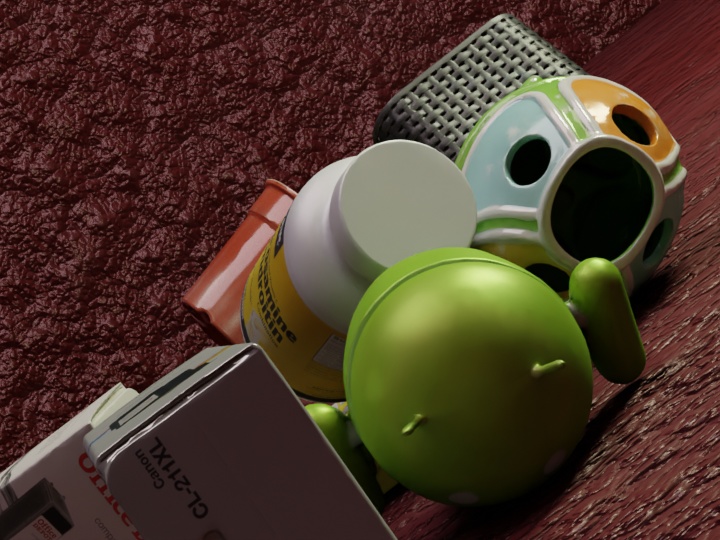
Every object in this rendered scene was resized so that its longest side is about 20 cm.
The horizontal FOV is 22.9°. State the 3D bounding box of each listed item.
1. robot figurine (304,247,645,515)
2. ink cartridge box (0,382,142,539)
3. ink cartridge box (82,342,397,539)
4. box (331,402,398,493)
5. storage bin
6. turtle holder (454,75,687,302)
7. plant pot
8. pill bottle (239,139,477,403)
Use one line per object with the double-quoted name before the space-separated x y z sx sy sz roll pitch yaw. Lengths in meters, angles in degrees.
"robot figurine" 0.049 0.049 0.868 0.174 0.117 0.200 -26 4 0
"ink cartridge box" -0.195 0.195 1.175 0.199 0.147 0.083 -37 5 15
"ink cartridge box" -0.047 0.114 0.783 0.083 0.146 0.200 -36 4 -10
"box" 0.018 0.098 1.125 0.117 0.049 0.200 -38 1 0
"storage bin" 0.093 -0.060 1.235 0.135 0.094 0.201 -39 -29 -18
"turtle holder" 0.112 -0.030 1.058 0.185 0.141 0.132 -36 10 -3
"plant pot" -0.115 0.022 2.304 0.195 0.201 0.201 -47 5 -10
"pill bottle" 0.000 0.000 1.052 0.112 0.112 0.200 -39 -6 -26
